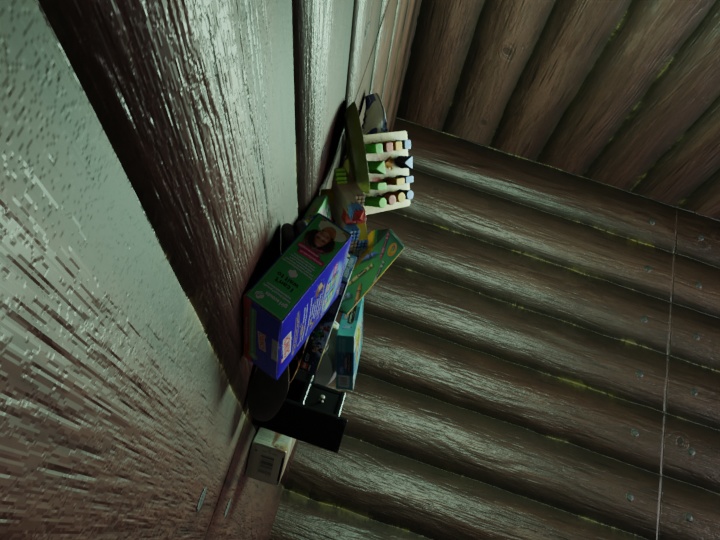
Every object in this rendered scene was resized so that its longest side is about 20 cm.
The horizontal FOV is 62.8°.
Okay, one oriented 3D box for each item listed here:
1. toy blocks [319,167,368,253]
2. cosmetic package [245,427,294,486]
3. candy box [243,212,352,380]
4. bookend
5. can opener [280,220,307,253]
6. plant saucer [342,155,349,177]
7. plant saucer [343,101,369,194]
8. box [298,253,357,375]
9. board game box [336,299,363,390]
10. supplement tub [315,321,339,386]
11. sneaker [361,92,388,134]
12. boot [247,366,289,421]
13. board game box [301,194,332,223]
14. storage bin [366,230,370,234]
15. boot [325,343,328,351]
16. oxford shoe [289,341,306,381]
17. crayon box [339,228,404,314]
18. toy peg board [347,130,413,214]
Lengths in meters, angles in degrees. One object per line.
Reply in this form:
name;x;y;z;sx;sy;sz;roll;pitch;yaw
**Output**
toy blocks;-0.027;-0.100;1.298;0.138;0.097;0.205;-122;-145;-43
cosmetic package;-0.201;0.403;1.425;0.201;0.084;0.107;-70;175;-66
candy box;-0.101;0.041;0.933;0.202;0.075;0.172;-54;167;-37
bookend;-0.112;0.266;1.295;0.200;0.193;0.095;-68;176;-59
can opener;-0.120;-0.028;1.040;0.201;0.051;0.068;105;-32;-63
plant saucer;-0.045;-0.201;1.649;0.202;0.047;0.205;-72;177;-54
plant saucer;-0.011;-0.272;1.327;0.200;0.030;0.208;169;-89;-88
box;-0.063;0.080;1.145;0.137;0.037;0.206;-73;-177;-69
board game box;-0.025;0.173;1.485;0.202;0.045;0.156;-75;169;-61
supplement tub;-0.116;0.217;1.545;0.200;0.140;0.150;-65;172;-75
sneaker;0.020;-0.385;1.646;0.081;0.111;0.207;105;-26;-85
boot;-0.162;0.177;1.095;0.076;0.071;0.207;-108;-149;-76
board game box;-0.081;-0.058;1.184;0.201;0.028;0.139;-74;156;-67
storage bin;-0.042;-0.005;1.527;0.203;0.093;0.134;-58;-166;-27
boot;-0.105;0.078;1.263;0.185;0.063;0.207;0;105;-62
oxford shoe;-0.129;0.131;1.143;0.072;0.069;0.206;-109;-154;-60
crayon box;0.000;0.000;1.318;0.201;0.058;0.118;-49;-165;-11
toy peg board;0.075;-0.256;1.557;0.097;0.194;0.208;15;-67;52
